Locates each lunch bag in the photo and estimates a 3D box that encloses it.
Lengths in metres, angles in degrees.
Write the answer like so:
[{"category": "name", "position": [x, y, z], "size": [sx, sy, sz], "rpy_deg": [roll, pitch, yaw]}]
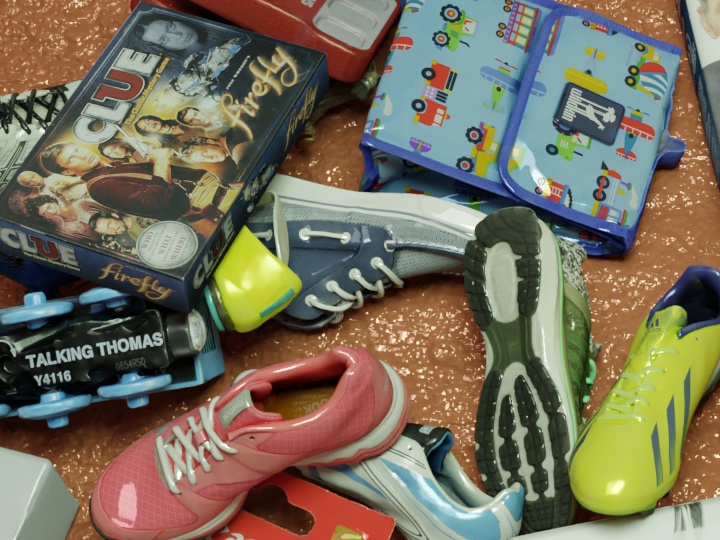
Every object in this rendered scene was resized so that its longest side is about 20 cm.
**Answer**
[{"category": "lunch bag", "position": [0.112, -0.096, 1.347], "size": [0.199, 0.094, 0.151], "rpy_deg": [15, 63, 5]}]

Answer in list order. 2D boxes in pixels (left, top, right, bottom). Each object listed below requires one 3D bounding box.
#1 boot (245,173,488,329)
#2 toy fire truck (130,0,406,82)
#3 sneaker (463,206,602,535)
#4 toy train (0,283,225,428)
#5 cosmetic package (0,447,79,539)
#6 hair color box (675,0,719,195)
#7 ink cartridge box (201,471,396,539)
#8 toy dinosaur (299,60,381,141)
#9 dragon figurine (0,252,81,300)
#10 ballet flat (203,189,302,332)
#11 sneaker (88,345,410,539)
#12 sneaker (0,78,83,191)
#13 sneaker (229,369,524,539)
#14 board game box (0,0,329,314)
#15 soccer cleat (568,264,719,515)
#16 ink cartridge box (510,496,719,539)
[{"category": "boot", "position": [0.000, 0.000, 1.319], "size": [0.199, 0.073, 0.091], "rpy_deg": [9, 69, 25]}, {"category": "toy fire truck", "position": [-0.048, -0.201, 1.398], "size": [0.168, 0.112, 0.200], "rpy_deg": [28, 28, 1]}, {"category": "sneaker", "position": [0.121, 0.063, 1.250], "size": [0.077, 0.088, 0.201], "rpy_deg": [-10, 80, 46]}, {"category": "toy train", "position": [-0.184, 0.052, 1.292], "size": [0.199, 0.114, 0.087], "rpy_deg": [-11, 90, 12]}, {"category": "cosmetic package", "position": [-0.289, 0.150, 1.281], "size": [0.199, 0.071, 0.102], "rpy_deg": [14, 64, 18]}, {"category": "hair color box", "position": [0.268, -0.124, 1.335], "size": [0.100, 0.061, 0.201], "rpy_deg": [-10, 59, 5]}, {"category": "ink cartridge box", "position": [-0.090, 0.206, 1.197], "size": [0.161, 0.050, 0.201], "rpy_deg": [21, 85, 21]}, {"category": "toy dinosaur", "position": [-0.073, -0.115, 1.410], "size": [0.199, 0.061, 0.106], "rpy_deg": [11, 51, 30]}, {"category": "dragon figurine", "position": [-0.187, -0.018, 1.340], "size": [0.199, 0.100, 0.059], "rpy_deg": [-9, 60, 6]}, {"category": "ballet flat", "position": [-0.088, -0.045, 1.307], "size": [0.067, 0.067, 0.200], "rpy_deg": [-26, 53, 0]}, {"category": "sneaker", "position": [-0.073, 0.091, 1.186], "size": [0.200, 0.087, 0.074], "rpy_deg": [-26, 63, 4]}, {"category": "sneaker", "position": [-0.240, -0.088, 1.397], "size": [0.199, 0.088, 0.076], "rpy_deg": [-25, 58, -5]}, {"category": "sneaker", "position": [0.010, 0.109, 1.240], "size": [0.200, 0.072, 0.073], "rpy_deg": [31, 99, 18]}, {"category": "board game box", "position": [-0.121, -0.075, 1.271], "size": [0.135, 0.035, 0.200], "rpy_deg": [17, 53, 17]}, {"category": "soccer cleat", "position": [0.167, 0.066, 1.193], "size": [0.065, 0.084, 0.200], "rpy_deg": [12, 34, 23]}, {"category": "ink cartridge box", "position": [0.192, 0.210, 1.147], "size": [0.199, 0.084, 0.146], "rpy_deg": [-11, 60, 5]}]
